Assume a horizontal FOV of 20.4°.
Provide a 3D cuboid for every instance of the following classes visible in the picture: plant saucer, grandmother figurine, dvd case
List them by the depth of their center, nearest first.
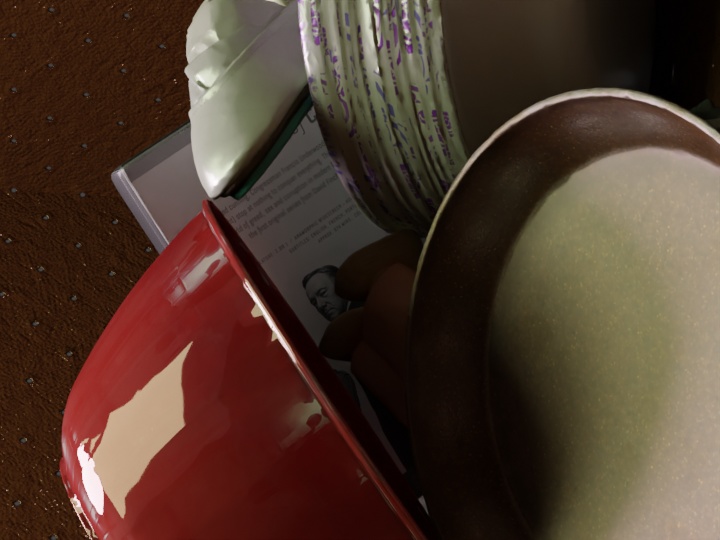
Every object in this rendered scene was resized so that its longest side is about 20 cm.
[{"bbox_3d":[0.089,0.040,0.672,0.200,0.034,0.201,1,92,52],"label":"plant saucer"},{"bbox_3d":[0.062,0.067,0.776,0.200,0.060,0.122,47,149,33],"label":"grandmother figurine"},{"bbox_3d":[0.000,0.000,0.917,0.200,0.150,0.025,58,158,-8],"label":"dvd case"}]

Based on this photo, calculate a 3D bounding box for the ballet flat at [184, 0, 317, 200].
[{"bbox_3d":[-0.036,-0.103,0.844,0.200,0.069,0.070,-58,-17,-47],"label":"ballet flat"}]

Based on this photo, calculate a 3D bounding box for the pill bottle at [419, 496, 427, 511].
[{"bbox_3d":[0.044,0.090,1.025,0.111,0.111,0.200,101,170,-47],"label":"pill bottle"}]

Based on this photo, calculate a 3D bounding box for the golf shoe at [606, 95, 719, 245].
[{"bbox_3d":[0.098,0.015,0.770,0.200,0.077,0.088,106,160,-62],"label":"golf shoe"}]

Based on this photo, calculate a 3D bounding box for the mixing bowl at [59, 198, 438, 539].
[{"bbox_3d":[-0.048,0.083,0.793,0.200,0.108,0.200,57,180,0],"label":"mixing bowl"}]

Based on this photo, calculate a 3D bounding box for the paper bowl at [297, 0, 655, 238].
[{"bbox_3d":[0.059,-0.114,0.838,0.201,0.104,0.201,-2,-90,-67],"label":"paper bowl"}]
